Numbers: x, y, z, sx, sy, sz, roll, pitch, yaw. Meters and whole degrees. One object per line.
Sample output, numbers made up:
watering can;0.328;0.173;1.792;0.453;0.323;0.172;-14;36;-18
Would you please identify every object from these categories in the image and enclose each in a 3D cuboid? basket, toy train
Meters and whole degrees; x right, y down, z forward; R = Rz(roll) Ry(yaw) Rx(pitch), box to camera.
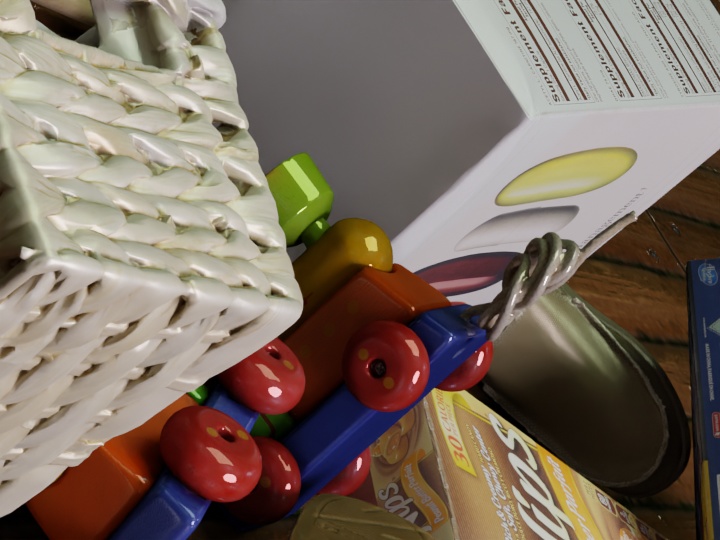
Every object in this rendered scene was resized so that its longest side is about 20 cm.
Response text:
basket;-0.132;-0.001;0.646;0.135;0.200;0.124;13;50;-58
toy train;0.000;0.000;0.907;0.116;0.200;0.085;51;21;12
toy train;-0.100;0.058;0.759;0.116;0.085;0.200;39;22;-4

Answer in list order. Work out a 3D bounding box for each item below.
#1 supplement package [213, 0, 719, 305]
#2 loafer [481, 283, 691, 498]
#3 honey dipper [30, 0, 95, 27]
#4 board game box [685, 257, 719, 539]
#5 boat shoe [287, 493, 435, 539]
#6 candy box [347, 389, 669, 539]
supplement package;0.035;-0.074;1.056;0.200;0.191;0.147;-8;62;-51
loafer;0.087;0.038;1.203;0.200;0.076;0.067;48;22;12
honey dipper;-0.144;-0.127;1.036;0.200;0.038;0.038;16;41;-59
board game box;0.198;0.132;1.167;0.200;0.062;0.200;-86;170;-48
boat shoe;-0.020;0.138;0.817;0.074;0.069;0.200;23;14;12
candy box;0.076;0.134;1.041;0.200;0.055;0.116;38;25;-36
